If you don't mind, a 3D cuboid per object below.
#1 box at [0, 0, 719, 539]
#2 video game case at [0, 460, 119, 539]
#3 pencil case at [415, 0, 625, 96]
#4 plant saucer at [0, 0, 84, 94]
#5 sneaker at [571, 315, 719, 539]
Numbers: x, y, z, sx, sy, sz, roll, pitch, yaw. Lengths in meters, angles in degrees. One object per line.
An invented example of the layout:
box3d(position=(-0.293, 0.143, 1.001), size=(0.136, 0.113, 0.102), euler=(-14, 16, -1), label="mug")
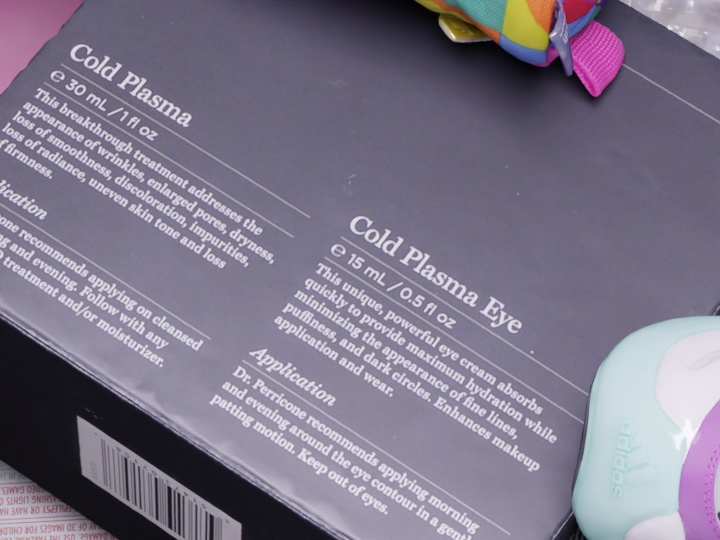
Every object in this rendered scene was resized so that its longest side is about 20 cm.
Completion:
box3d(position=(0.000, 0.000, 0.809), size=(0.200, 0.104, 0.182), euler=(33, 65, 14), label="box")
box3d(position=(-0.071, 0.116, 0.839), size=(0.199, 0.022, 0.182), euler=(-4, 64, 7), label="video game case")
box3d(position=(-0.016, -0.117, 0.767), size=(0.200, 0.088, 0.089), euler=(24, 70, 10), label="pencil case")
box3d(position=(-0.146, -0.096, 0.937), size=(0.200, 0.051, 0.201), euler=(-4, 65, 8), label="plant saucer")
box3d(position=(0.159, 0.054, 0.737), size=(0.140, 0.200, 0.078), euler=(16, 108, 34), label="sneaker")
